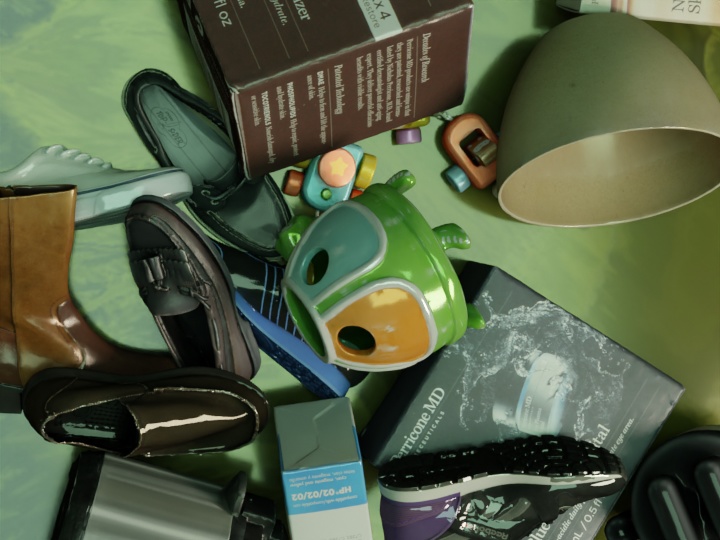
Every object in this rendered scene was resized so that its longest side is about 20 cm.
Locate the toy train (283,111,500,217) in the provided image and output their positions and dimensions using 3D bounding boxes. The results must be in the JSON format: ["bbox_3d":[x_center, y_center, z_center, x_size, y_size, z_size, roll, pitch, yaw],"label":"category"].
[{"bbox_3d":[0.035,-0.090,1.506,0.200,0.056,0.150,-34,97,-6],"label":"toy train"}]

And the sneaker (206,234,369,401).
[{"bbox_3d":[-0.069,0.023,1.495,0.200,0.070,0.078,42,70,-6],"label":"sneaker"}]

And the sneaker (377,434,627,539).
[{"bbox_3d":[0.114,0.190,1.418,0.199,0.076,0.088,-5,109,-3],"label":"sneaker"}]

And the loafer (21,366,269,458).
[{"bbox_3d":[-0.171,0.124,1.412,0.199,0.071,0.073,1,117,-10],"label":"loafer"}]

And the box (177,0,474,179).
[{"bbox_3d":[-0.034,-0.204,1.410,0.200,0.164,0.166,-21,69,-7],"label":"box"}]

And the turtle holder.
[{"bbox_3d":[0.002,-0.003,1.404,0.132,0.141,0.186,-28,64,-14],"label":"turtle holder"}]

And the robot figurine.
[{"bbox_3d":[0.295,0.192,1.487,0.150,0.200,0.125,17,94,19],"label":"robot figurine"}]

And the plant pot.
[{"bbox_3d":[0.204,-0.135,1.476,0.200,0.200,0.135,-5,69,-8],"label":"plant pot"}]

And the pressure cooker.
[{"bbox_3d":[-0.157,0.248,1.434,0.200,0.176,0.179,18,61,-10],"label":"pressure cooker"}]

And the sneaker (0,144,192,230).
[{"bbox_3d":[-0.239,-0.071,1.445,0.199,0.073,0.071,-10,84,2],"label":"sneaker"}]

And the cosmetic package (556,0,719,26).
[{"bbox_3d":[0.278,-0.264,1.512,0.199,0.087,0.104,3,103,-8],"label":"cosmetic package"}]

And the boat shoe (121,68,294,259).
[{"bbox_3d":[-0.124,-0.088,1.476,0.074,0.066,0.200,-36,98,-6],"label":"boat shoe"}]

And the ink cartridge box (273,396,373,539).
[{"bbox_3d":[-0.024,0.221,1.459,0.068,0.115,0.201,-9,113,-2],"label":"ink cartridge box"}]

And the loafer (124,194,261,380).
[{"bbox_3d":[-0.140,0.031,1.429,0.063,0.072,0.200,-59,137,-38],"label":"loafer"}]

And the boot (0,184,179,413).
[{"bbox_3d":[-0.236,0.019,1.436,0.188,0.069,0.201,5,116,3],"label":"boot"}]

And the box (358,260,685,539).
[{"bbox_3d":[0.132,0.126,1.501,0.200,0.117,0.197,32,88,-8],"label":"box"}]
